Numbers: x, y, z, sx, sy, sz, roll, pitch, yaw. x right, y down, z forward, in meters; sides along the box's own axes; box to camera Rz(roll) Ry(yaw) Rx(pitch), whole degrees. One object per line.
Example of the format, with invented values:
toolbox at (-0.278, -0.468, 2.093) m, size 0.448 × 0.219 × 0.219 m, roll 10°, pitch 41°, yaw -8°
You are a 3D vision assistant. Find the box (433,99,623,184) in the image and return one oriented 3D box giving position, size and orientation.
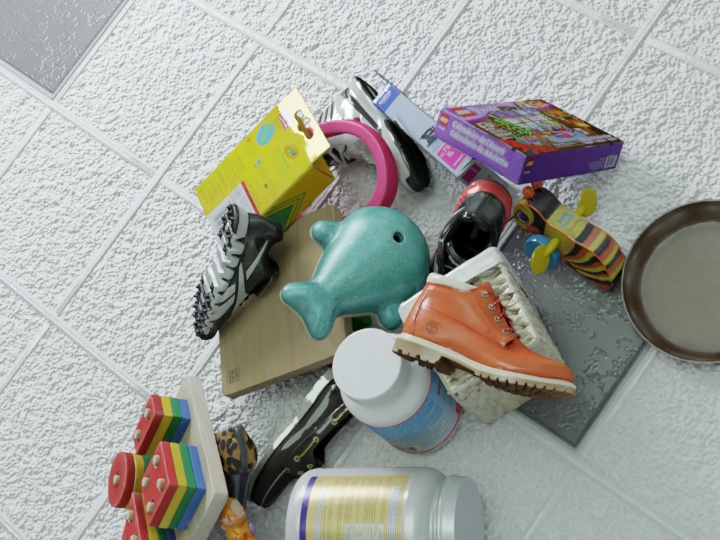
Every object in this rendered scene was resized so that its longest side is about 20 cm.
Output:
box at (0.204, -0.158, 1.575) m, size 0.137 × 0.199 × 0.039 m, roll 34°, pitch 121°, yaw 35°

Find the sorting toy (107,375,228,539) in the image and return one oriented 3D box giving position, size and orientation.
sorting toy at (-0.242, 0.261, 1.569) m, size 0.200 × 0.069 × 0.201 m, roll -61°, pitch 32°, yaw 29°

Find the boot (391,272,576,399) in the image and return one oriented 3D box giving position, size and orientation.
boot at (0.140, 0.068, 1.371) m, size 0.199 × 0.075 × 0.108 m, roll 19°, pitch 79°, yaw 20°

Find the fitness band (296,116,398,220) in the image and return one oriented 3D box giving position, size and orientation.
fitness band at (-0.038, -0.120, 1.707) m, size 0.199 × 0.037 × 0.145 m, roll -13°, pitch 86°, yaw 37°

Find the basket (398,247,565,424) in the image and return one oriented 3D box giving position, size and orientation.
basket at (0.148, 0.081, 1.504) m, size 0.135 × 0.200 × 0.124 m, roll -33°, pitch 67°, yaw 7°

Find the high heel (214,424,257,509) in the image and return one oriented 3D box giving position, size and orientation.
high heel at (-0.181, 0.200, 1.610) m, size 0.071 × 0.143 × 0.200 m, roll -11°, pitch 37°, yaw -28°

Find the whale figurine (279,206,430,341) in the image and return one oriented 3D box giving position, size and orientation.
whale figurine at (0.000, 0.000, 1.544) m, size 0.200 × 0.104 × 0.159 m, roll -33°, pitch 83°, yaw -37°

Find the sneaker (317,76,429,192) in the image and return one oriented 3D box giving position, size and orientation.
sneaker at (0.008, -0.153, 1.739) m, size 0.115 × 0.076 × 0.201 m, roll -41°, pitch 56°, yaw 15°

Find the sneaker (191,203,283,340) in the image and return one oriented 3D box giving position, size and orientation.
sneaker at (-0.149, 0.011, 1.642) m, size 0.067 × 0.090 × 0.201 m, roll -113°, pitch 39°, yaw -51°

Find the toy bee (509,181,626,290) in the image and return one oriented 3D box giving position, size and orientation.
toy bee at (0.222, -0.053, 1.567) m, size 0.198 × 0.109 × 0.132 m, roll 10°, pitch 56°, yaw 15°

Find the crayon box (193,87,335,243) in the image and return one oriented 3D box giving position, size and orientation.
crayon box at (-0.114, -0.120, 1.679) m, size 0.200 × 0.051 × 0.127 m, roll -43°, pitch 50°, yaw 18°

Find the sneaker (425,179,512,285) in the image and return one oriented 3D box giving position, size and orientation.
sneaker at (0.118, -0.009, 1.563) m, size 0.070 × 0.098 × 0.201 m, roll 24°, pitch 121°, yaw 6°

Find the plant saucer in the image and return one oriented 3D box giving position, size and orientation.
plant saucer at (0.404, 0.016, 1.518) m, size 0.199 × 0.032 × 0.202 m, roll -9°, pitch 65°, yaw 19°

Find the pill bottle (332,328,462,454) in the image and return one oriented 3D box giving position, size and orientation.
pill bottle at (0.041, 0.138, 1.517) m, size 0.108 × 0.200 × 0.110 m, roll -8°, pitch 66°, yaw 19°

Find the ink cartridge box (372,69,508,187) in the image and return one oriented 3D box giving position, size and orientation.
ink cartridge box at (0.092, -0.170, 1.671) m, size 0.042 × 0.119 × 0.200 m, roll -48°, pitch 60°, yaw 8°

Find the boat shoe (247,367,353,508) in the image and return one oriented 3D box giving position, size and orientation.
boat shoe at (-0.066, 0.214, 1.600) m, size 0.060 × 0.072 × 0.202 m, roll 37°, pitch 98°, yaw 16°

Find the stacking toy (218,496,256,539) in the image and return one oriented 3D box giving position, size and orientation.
stacking toy at (-0.119, 0.354, 1.504) m, size 0.109 × 0.116 × 0.201 m, roll -19°, pitch 89°, yaw 15°

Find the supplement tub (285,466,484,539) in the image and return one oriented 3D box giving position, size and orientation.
supplement tub at (0.029, 0.297, 1.488) m, size 0.198 × 0.145 × 0.147 m, roll -4°, pitch 67°, yaw 21°

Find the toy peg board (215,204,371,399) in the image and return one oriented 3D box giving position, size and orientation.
toy peg board at (-0.077, 0.052, 1.678) m, size 0.198 × 0.098 × 0.201 m, roll -22°, pitch 59°, yaw 30°
